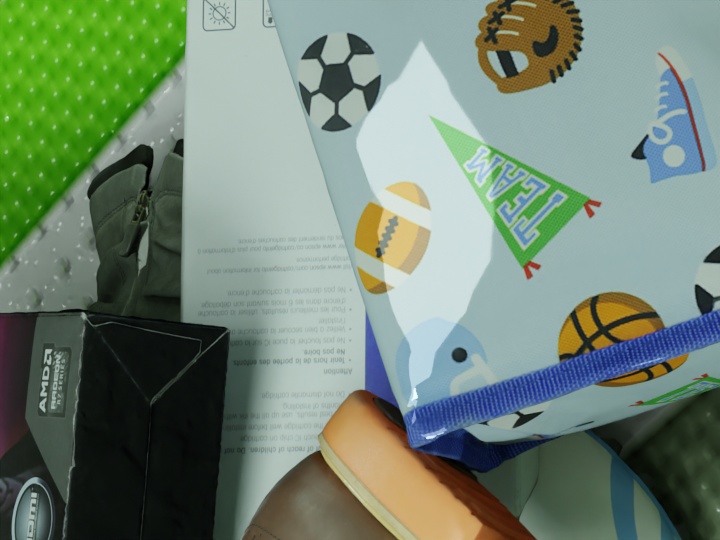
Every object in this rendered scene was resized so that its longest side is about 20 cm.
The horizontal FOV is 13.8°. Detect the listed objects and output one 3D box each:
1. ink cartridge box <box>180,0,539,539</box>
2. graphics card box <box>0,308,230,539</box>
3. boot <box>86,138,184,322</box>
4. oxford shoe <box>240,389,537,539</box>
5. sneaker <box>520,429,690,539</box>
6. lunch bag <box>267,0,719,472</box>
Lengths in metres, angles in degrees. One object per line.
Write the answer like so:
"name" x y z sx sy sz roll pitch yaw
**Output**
"ink cartridge box" 0.000 0.000 0.834 0.099 0.039 0.201 -1 78 12
"graphics card box" -0.109 0.076 0.863 0.200 0.051 0.126 0 83 57
"boot" -0.079 0.035 0.945 0.200 0.067 0.132 -19 63 54
"oxford shoe" 0.040 0.120 0.738 0.073 0.071 0.200 -46 54 6
"sneaker" 0.063 0.136 0.835 0.072 0.072 0.201 -16 85 40
"lunch bag" 0.090 -0.058 0.751 0.199 0.124 0.171 -21 80 10
